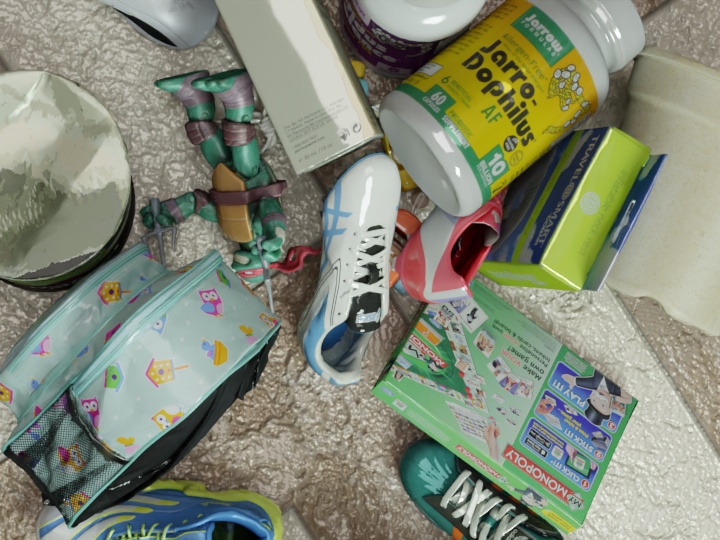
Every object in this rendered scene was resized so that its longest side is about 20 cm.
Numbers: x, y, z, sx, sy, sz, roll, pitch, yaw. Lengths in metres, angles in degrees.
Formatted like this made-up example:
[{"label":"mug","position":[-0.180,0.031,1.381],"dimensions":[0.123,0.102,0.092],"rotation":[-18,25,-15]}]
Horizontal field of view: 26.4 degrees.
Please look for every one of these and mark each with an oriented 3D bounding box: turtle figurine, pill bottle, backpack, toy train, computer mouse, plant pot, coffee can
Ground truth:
[{"label":"turtle figurine","position":[-0.107,-0.058,1.229],"dimensions":[0.148,0.100,0.203],"rotation":[-1,106,35]},{"label":"pill bottle","position":[0.121,-0.144,1.189],"dimensions":[0.199,0.113,0.113],"rotation":[-38,93,-11]},{"label":"backpack","position":[-0.163,0.069,1.143],"dimensions":[0.199,0.176,0.154],"rotation":[-33,95,31]},{"label":"toy train","position":[-0.002,-0.083,1.263],"dimensions":[0.200,0.056,0.150],"rotation":[44,82,-4]},{"label":"computer mouse","position":[-0.202,-0.257,1.250],"dimensions":[0.199,0.044,0.110],"rotation":[32,82,-5]},{"label":"pill bottle","position":[0.043,-0.226,1.201],"dimensions":[0.111,0.200,0.114],"rotation":[1,84,-5]},{"label":"plant pot","position":[0.272,-0.056,1.246],"dimensions":[0.198,0.200,0.185],"rotation":[24,95,-6]},{"label":"coffee can","position":[-0.244,-0.061,1.155],"dimensions":[0.144,0.200,0.149],"rotation":[0,87,-7]}]

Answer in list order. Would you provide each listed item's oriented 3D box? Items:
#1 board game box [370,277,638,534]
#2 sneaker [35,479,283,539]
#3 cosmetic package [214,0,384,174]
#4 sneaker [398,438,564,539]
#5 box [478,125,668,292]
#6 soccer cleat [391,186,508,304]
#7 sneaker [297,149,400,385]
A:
[{"label":"board game box","position":[0.121,0.103,1.256],"dimensions":[0.199,0.029,0.135],"rotation":[36,57,-5]},{"label":"sneaker","position":[-0.156,0.200,1.201],"dimensions":[0.197,0.105,0.077],"rotation":[-2,87,-9]},{"label":"cosmetic package","position":[-0.057,-0.180,1.186],"dimensions":[0.072,0.104,0.202],"rotation":[-24,93,6]},{"label":"sneaker","position":[0.117,0.210,1.251],"dimensions":[0.200,0.080,0.072],"rotation":[41,82,-4]},{"label":"box","position":[0.155,-0.047,1.209],"dimensions":[0.047,0.200,0.123],"rotation":[29,84,-15]},{"label":"soccer cleat","position":[0.095,-0.060,1.246],"dimensions":[0.067,0.076,0.201],"rotation":[48,60,-40]},{"label":"sneaker","position":[0.000,0.000,1.209],"dimensions":[0.071,0.072,0.202],"rotation":[-10,127,-34]}]
